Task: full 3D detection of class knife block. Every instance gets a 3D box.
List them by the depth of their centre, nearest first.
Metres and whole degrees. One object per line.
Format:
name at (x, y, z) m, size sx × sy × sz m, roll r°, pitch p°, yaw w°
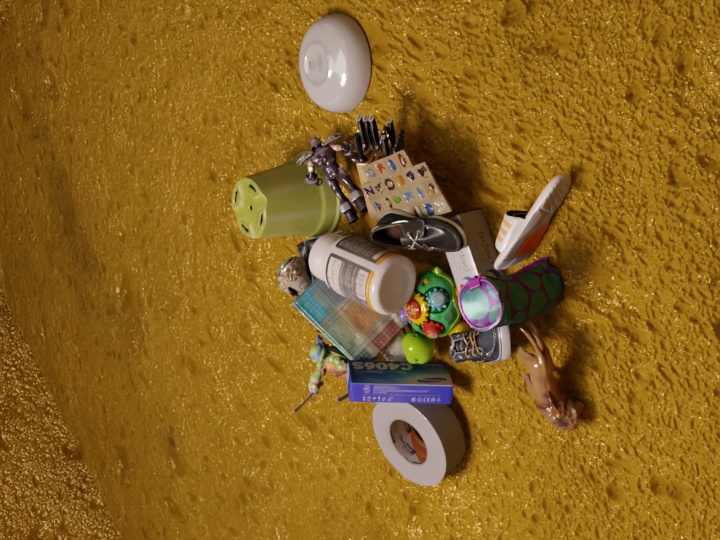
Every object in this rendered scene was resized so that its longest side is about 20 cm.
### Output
knife block at (0.026, -0.202, 1.676) m, size 0.175 × 0.064 × 0.200 m, roll 35°, pitch 142°, yaw -16°

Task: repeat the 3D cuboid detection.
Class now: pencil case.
pencil case at (0.252, 0.038, 1.443) m, size 0.085 × 0.199 × 0.093 m, roll -4°, pitch 95°, yaw 44°

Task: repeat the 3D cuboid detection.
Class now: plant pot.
plant pot at (-0.173, -0.151, 1.913) m, size 0.200 × 0.183 × 0.202 m, roll 19°, pitch 116°, yaw 46°

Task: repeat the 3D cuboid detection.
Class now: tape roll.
tape roll at (0.117, 0.333, 1.777) m, size 0.199 × 0.066 × 0.202 m, roll 28°, pitch 133°, yaw 35°

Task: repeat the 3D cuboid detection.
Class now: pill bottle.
pill bottle at (0.000, 0.000, 1.662) m, size 0.199 × 0.116 × 0.118 m, roll 24°, pitch 119°, yaw 42°

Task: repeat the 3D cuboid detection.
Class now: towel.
towel at (-0.019, 0.083, 1.761) m, size 0.200 × 0.147 × 0.022 m, roll 44°, pitch 173°, yaw 4°

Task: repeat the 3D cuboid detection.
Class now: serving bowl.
serving bowl at (-0.066, -0.423, 1.795) m, size 0.199 × 0.065 × 0.202 m, roll 19°, pitch 116°, yaw 47°

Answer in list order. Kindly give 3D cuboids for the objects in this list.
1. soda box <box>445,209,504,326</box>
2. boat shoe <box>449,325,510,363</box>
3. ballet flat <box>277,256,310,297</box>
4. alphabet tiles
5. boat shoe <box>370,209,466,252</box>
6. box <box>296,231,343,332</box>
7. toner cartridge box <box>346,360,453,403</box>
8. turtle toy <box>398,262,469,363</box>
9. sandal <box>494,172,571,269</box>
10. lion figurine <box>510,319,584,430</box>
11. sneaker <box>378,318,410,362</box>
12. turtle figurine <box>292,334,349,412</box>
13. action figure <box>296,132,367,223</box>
soda box at (0.210, -0.003, 1.587) m, size 0.063 × 0.068 × 0.202 m, roll -24°, pitch 82°, yaw 51°
boat shoe at (0.208, 0.130, 1.540) m, size 0.200 × 0.090 × 0.072 m, roll 92°, pitch 174°, yaw -74°
ballet flat at (-0.133, 0.016, 1.826) m, size 0.064 × 0.076 × 0.200 m, roll 44°, pitch 172°, yaw 3°
alphabet tiles at (0.081, -0.134, 1.604) m, size 0.199 × 0.006 × 0.167 m, roll -13°, pitch 112°, yaw 55°
boat shoe at (0.104, -0.060, 1.582) m, size 0.199 × 0.067 × 0.072 m, roll 13°, pitch 129°, yaw 42°
box at (-0.067, 0.027, 1.864) m, size 0.164 × 0.085 × 0.202 m, roll 165°, pitch 92°, yaw -81°
toner cartridge box at (0.075, 0.216, 1.703) m, size 0.095 × 0.198 × 0.044 m, roll -103°, pitch 16°, yaw -66°
turtle toy at (0.131, 0.086, 1.684) m, size 0.145 × 0.100 × 0.202 m, roll 29°, pitch 122°, yaw 42°
sandal at (0.282, -0.091, 1.476) m, size 0.059 × 0.079 × 0.208 m, roll 49°, pitch 126°, yaw 30°
lion figurine at (0.309, 0.180, 1.476) m, size 0.200 × 0.072 × 0.123 m, roll 55°, pitch -173°, yaw -37°
sneaker at (0.065, 0.152, 1.802) m, size 0.076 × 0.080 × 0.201 m, roll -35°, pitch 75°, yaw 47°
turtle figurine at (-0.037, 0.247, 1.844) m, size 0.144 × 0.193 × 0.201 m, roll -43°, pitch 41°, yaw 30°
action figure at (-0.052, -0.198, 1.822) m, size 0.130 × 0.069 × 0.201 m, roll -33°, pitch 86°, yaw 26°
